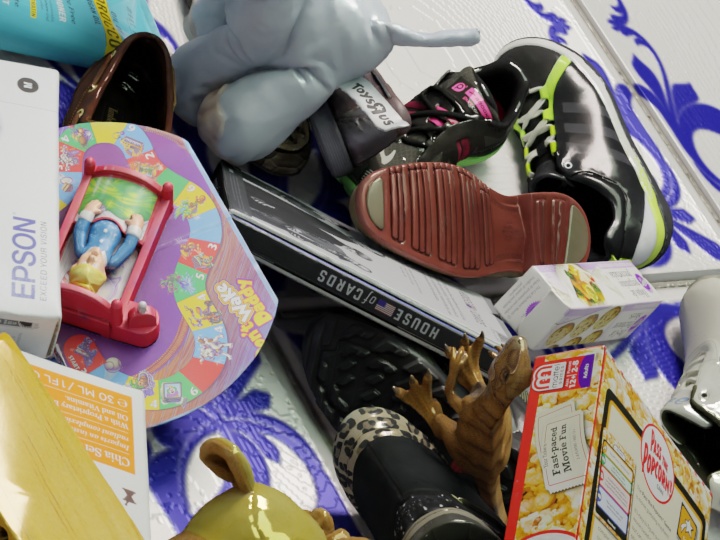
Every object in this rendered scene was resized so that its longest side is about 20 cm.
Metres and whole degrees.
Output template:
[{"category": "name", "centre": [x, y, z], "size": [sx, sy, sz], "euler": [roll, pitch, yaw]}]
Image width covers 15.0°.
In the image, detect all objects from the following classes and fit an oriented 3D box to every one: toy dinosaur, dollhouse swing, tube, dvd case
[{"category": "toy dinosaur", "centre": [0.068, 0.101, 1.570], "size": [0.060, 0.201, 0.107], "euler": [-22, 53, -11]}, {"category": "dollhouse swing", "centre": [-0.222, 0.165, 1.200], "size": [0.175, 0.200, 0.182], "euler": [-14, 62, -48]}, {"category": "tube", "centre": [-0.201, -0.158, 1.705], "size": [0.199, 0.050, 0.078], "euler": [9, 53, -44]}, {"category": "dvd case", "centre": [0.000, 0.000, 1.666], "size": [0.199, 0.025, 0.150], "euler": [28, 9, -11]}]

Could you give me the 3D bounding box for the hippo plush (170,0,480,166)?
[{"category": "hippo plush", "centre": [-0.069, -0.166, 1.670], "size": [0.200, 0.159, 0.161], "euler": [34, -11, 44]}]

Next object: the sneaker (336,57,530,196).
[{"category": "sneaker", "centre": [0.047, -0.096, 1.823], "size": [0.077, 0.084, 0.200], "euler": [43, 39, 6]}]

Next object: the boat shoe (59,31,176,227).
[{"category": "boat shoe", "centre": [-0.149, -0.065, 1.627], "size": [0.070, 0.070, 0.201], "euler": [25, 39, -22]}]

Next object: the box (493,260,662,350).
[{"category": "box", "centre": [0.144, 0.021, 1.777], "size": [0.039, 0.041, 0.200], "euler": [50, 17, 15]}]

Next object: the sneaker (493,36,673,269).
[{"category": "sneaker", "centre": [0.146, -0.083, 1.914], "size": [0.083, 0.072, 0.201], "euler": [-11, 60, -46]}]

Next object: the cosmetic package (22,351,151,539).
[{"category": "cosmetic package", "centre": [-0.165, 0.141, 1.389], "size": [0.101, 0.071, 0.201], "euler": [20, 41, -27]}]

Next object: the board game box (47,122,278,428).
[{"category": "board game box", "centre": [-0.141, -0.009, 1.531], "size": [0.157, 0.039, 0.201], "euler": [-23, 66, -17]}]

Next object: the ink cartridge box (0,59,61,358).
[{"category": "ink cartridge box", "centre": [-0.262, -0.048, 1.482], "size": [0.198, 0.041, 0.200], "euler": [7, 45, -15]}]

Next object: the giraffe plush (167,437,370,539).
[{"category": "giraffe plush", "centre": [-0.045, 0.174, 1.409], "size": [0.199, 0.173, 0.162], "euler": [-8, 40, -42]}]

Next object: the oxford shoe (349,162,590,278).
[{"category": "oxford shoe", "centre": [0.058, -0.024, 1.762], "size": [0.199, 0.075, 0.071], "euler": [13, 75, -42]}]

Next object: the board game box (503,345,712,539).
[{"category": "board game box", "centre": [0.132, 0.166, 1.469], "size": [0.152, 0.046, 0.201], "euler": [51, 39, -40]}]

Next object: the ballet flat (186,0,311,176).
[{"category": "ballet flat", "centre": [-0.073, -0.146, 1.802], "size": [0.067, 0.046, 0.201], "euler": [11, 45, -34]}]

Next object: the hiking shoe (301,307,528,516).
[{"category": "hiking shoe", "centre": [0.051, 0.087, 1.660], "size": [0.199, 0.076, 0.101], "euler": [36, 16, -4]}]

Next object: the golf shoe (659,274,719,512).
[{"category": "golf shoe", "centre": [0.240, 0.080, 1.828], "size": [0.097, 0.078, 0.201], "euler": [8, 45, -28]}]

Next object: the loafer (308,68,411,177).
[{"category": "loafer", "centre": [-0.008, -0.127, 1.790], "size": [0.200, 0.063, 0.072], "euler": [-105, 173, -57]}]

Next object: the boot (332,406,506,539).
[{"category": "boot", "centre": [0.066, 0.174, 1.555], "size": [0.204, 0.073, 0.154], "euler": [52, 0, -34]}]
